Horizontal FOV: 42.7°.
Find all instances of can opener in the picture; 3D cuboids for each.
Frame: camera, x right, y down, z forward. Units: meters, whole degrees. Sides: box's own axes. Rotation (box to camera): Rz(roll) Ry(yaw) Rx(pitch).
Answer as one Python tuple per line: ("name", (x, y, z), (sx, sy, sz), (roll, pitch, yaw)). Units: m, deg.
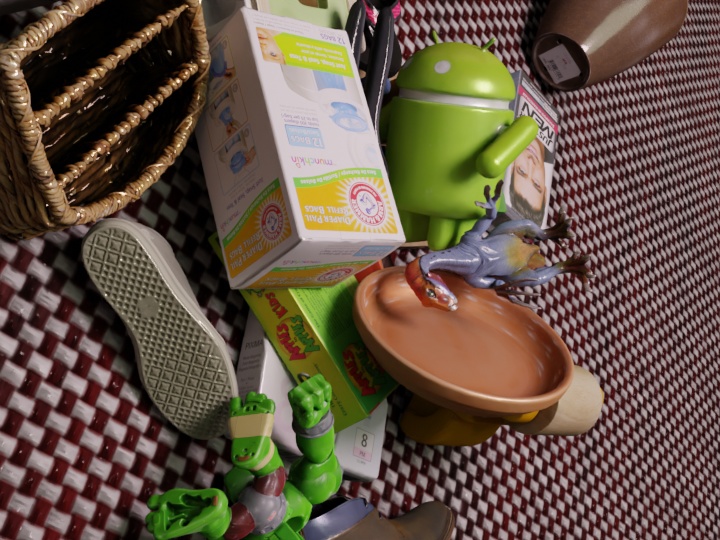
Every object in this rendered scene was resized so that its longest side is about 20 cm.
("can opener", (-0.005, -0.143, 0.828), (0.063, 0.079, 0.201), (3, 93, -25))

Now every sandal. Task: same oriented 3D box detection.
("sandal", (0.009, -0.283, 0.969), (0.075, 0.045, 0.201), (12, 52, -21))

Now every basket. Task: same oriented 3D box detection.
("basket", (-0.186, -0.122, 0.668), (0.143, 0.149, 0.200), (56, 44, -21))

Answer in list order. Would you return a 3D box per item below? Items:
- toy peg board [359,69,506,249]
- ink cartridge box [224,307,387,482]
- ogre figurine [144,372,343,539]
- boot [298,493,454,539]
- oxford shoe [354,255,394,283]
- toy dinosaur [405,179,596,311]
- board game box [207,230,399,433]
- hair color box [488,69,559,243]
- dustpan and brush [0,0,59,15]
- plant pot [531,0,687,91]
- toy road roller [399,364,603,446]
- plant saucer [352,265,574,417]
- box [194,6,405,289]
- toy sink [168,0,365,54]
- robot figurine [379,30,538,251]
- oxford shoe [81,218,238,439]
("toy peg board", (0.064, -0.131, 0.990), (0.199, 0.098, 0.201), (-3, 81, -49))
("ink cartridge box", (-0.037, 0.079, 0.856), (0.162, 0.057, 0.201), (29, 63, -40))
("ogre figurine", (-0.086, 0.183, 0.723), (0.200, 0.098, 0.120), (-59, 142, -26))
("boot", (0.015, 0.237, 0.850), (0.200, 0.075, 0.097), (-24, 100, -47))
("oxford shoe", (0.000, 0.000, 0.904), (0.201, 0.071, 0.073), (66, 12, 4))
("toy dinosaur", (0.122, 0.002, 0.851), (0.181, 0.200, 0.105), (-11, 73, -11))
("board game box", (-0.041, 0.033, 0.819), (0.200, 0.048, 0.102), (58, 32, -1))
("hair color box", (0.195, -0.141, 1.167), (0.099, 0.060, 0.201), (35, 56, -37))
("dustpan and brush", (-0.251, -0.219, 0.669), (0.200, 0.139, 0.057), (-55, 134, -71))
("plant pot", (0.335, -0.346, 1.314), (0.200, 0.187, 0.187), (-45, 114, -29))
("toy road roller", (0.127, 0.129, 0.929), (0.123, 0.200, 0.147), (12, 107, -44))
("plant saucer", (0.085, 0.063, 0.797), (0.200, 0.200, 0.038), (-15, 132, -49))
("box", (-0.057, -0.093, 0.752), (0.112, 0.101, 0.201), (1, 67, -41))
("toy sink", (-0.103, -0.251, 0.824), (0.200, 0.112, 0.131), (-6, 84, -49))
("robot figurine", (0.083, -0.122, 0.870), (0.115, 0.175, 0.201), (-6, 108, -45))
("oxford shoe", (-0.152, 0.043, 0.728), (0.058, 0.075, 0.201), (-101, 166, -71))
